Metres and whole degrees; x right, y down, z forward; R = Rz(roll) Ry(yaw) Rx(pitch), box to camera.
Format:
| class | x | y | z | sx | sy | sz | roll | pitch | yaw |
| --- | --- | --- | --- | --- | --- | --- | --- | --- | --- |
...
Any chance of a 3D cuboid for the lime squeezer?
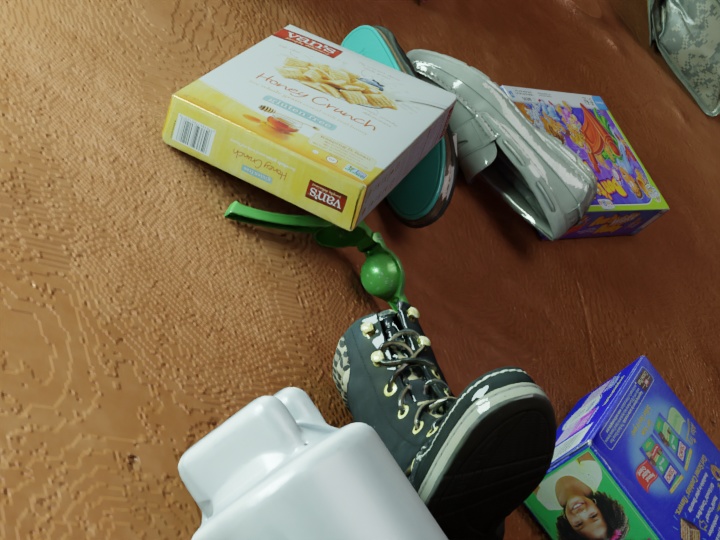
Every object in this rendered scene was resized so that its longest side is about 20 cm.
| class | x | y | z | sx | sy | sz | roll | pitch | yaw |
| --- | --- | --- | --- | --- | --- | --- | --- | --- | --- |
| lime squeezer | 0.000 | 0.000 | 0.988 | 0.200 | 0.038 | 0.071 | 42 | 31 | -17 |

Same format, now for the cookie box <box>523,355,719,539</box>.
| class | x | y | z | sx | sy | sz | roll | pitch | yaw |
| --- | --- | --- | --- | --- | --- | --- | --- | --- | --- |
| cookie box | 0.219 | 0.186 | 1.048 | 0.201 | 0.075 | 0.171 | 52 | 30 | 1 |

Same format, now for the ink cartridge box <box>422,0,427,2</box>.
| class | x | y | z | sx | sy | sz | roll | pitch | yaw |
| --- | --- | --- | --- | --- | --- | --- | --- | --- | --- |
| ink cartridge box | 0.016 | -0.369 | 1.360 | 0.199 | 0.083 | 0.146 | 37 | 33 | -25 |

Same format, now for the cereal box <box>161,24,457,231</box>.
| class | x | y | z | sx | sy | sz | roll | pitch | yaw |
| --- | --- | --- | --- | --- | --- | --- | --- | --- | --- |
| cereal box | -0.029 | -0.105 | 1.005 | 0.143 | 0.040 | 0.200 | 25 | 30 | 9 |

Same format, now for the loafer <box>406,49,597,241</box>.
| class | x | y | z | sx | sy | sz | roll | pitch | yaw |
| --- | --- | --- | --- | --- | --- | --- | --- | --- | --- |
| loafer | 0.105 | -0.105 | 1.213 | 0.199 | 0.070 | 0.070 | 38 | 66 | 4 |

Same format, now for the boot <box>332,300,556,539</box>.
| class | x | y | z | sx | sy | sz | roll | pitch | yaw |
| --- | --- | --- | --- | --- | --- | --- | --- | --- | --- |
| boot | 0.037 | 0.076 | 0.829 | 0.073 | 0.204 | 0.155 | -12 | 57 | -18 |

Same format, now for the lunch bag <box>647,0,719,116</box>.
| class | x | y | z | sx | sy | sz | roll | pitch | yaw |
| --- | --- | --- | --- | --- | --- | --- | --- | --- | --- |
| lunch bag | 0.421 | -0.320 | 1.826 | 0.200 | 0.117 | 0.164 | 48 | 31 | -16 |

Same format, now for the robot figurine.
| class | x | y | z | sx | sy | sz | roll | pitch | yaw |
| --- | --- | --- | --- | --- | --- | --- | --- | --- | --- |
| robot figurine | -0.008 | 0.158 | 0.732 | 0.201 | 0.113 | 0.169 | 55 | 17 | 8 |

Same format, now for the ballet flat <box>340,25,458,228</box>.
| class | x | y | z | sx | sy | sz | roll | pitch | yaw |
| --- | --- | --- | --- | --- | --- | --- | --- | --- | --- |
| ballet flat | 0.041 | -0.108 | 1.137 | 0.068 | 0.068 | 0.201 | 34 | 32 | -50 |

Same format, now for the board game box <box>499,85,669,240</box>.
| class | x | y | z | sx | sy | sz | roll | pitch | yaw |
| --- | --- | --- | --- | --- | --- | --- | --- | --- | --- |
| board game box | 0.196 | -0.098 | 1.352 | 0.199 | 0.045 | 0.135 | -5 | 62 | -55 |
